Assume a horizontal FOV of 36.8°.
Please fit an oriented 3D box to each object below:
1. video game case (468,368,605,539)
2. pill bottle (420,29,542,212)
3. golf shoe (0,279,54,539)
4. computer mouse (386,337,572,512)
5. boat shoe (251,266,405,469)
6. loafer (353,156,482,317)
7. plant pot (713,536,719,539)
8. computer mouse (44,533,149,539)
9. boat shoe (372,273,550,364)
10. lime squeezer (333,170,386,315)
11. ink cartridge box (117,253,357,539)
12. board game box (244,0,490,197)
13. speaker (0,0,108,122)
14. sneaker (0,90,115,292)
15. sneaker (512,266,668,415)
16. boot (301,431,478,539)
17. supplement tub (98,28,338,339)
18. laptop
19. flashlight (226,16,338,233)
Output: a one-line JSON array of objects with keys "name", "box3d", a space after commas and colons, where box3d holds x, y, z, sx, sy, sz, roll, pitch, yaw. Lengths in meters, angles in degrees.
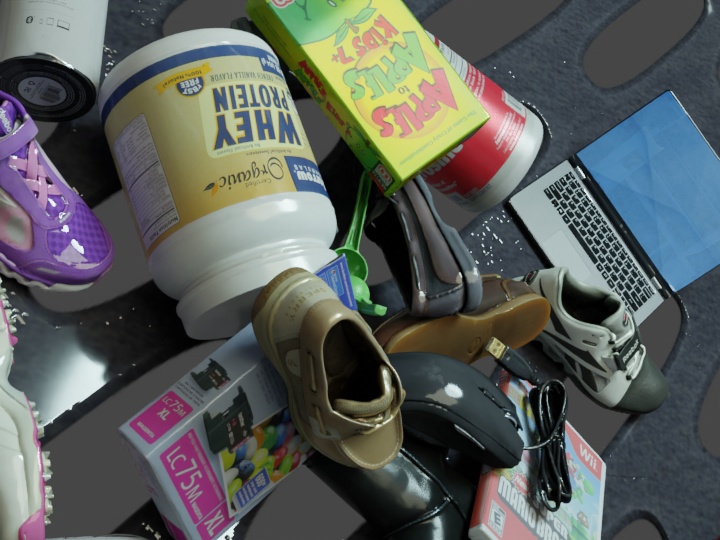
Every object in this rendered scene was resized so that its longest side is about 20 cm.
[{"name": "video game case", "box3d": [0.154, 0.190, 0.908, 0.143, 0.017, 0.200, 47, 33, -17]}, {"name": "pill bottle", "box3d": [0.062, -0.151, 1.004, 0.200, 0.112, 0.112, 34, 50, -17]}, {"name": "golf shoe", "box3d": [-0.248, 0.090, 0.668, 0.091, 0.075, 0.200, -10, 58, -27]}, {"name": "computer mouse", "box3d": [0.103, 0.094, 0.873, 0.200, 0.046, 0.141, 31, 40, -19]}, {"name": "boat shoe", "box3d": [-0.008, 0.082, 0.711, 0.071, 0.064, 0.200, -47, 140, -15]}, {"name": "loafer", "box3d": [0.032, -0.037, 0.922, 0.063, 0.072, 0.200, -16, 48, -19]}, {"name": "plant pot", "box3d": [0.405, 0.320, 0.962, 0.200, 0.201, 0.196, 2, 58, -36]}, {"name": "computer mouse", "box3d": [-0.200, 0.200, 0.662, 0.200, 0.044, 0.110, -3, 67, -38]}, {"name": "boat shoe", "box3d": [0.076, 0.048, 0.944, 0.200, 0.071, 0.070, -11, 36, -41]}, {"name": "lime squeezer", "box3d": [0.000, 0.000, 0.866, 0.038, 0.071, 0.200, 34, 26, -22]}, {"name": "ink cartridge box", "box3d": [-0.062, 0.090, 0.743, 0.042, 0.119, 0.200, 29, 58, 35]}, {"name": "board game box", "box3d": [0.005, -0.173, 0.902, 0.102, 0.048, 0.200, -36, 88, -20]}, {"name": "speaker", "box3d": [-0.236, -0.220, 0.840, 0.081, 0.081, 0.200, 16, 57, -30]}, {"name": "sneaker", "box3d": [-0.246, -0.071, 0.747, 0.200, 0.088, 0.081, 46, 46, -8]}, {"name": "sneaker", "box3d": [0.232, 0.068, 1.026, 0.200, 0.088, 0.074, 36, 56, -16]}, {"name": "boot", "box3d": [0.018, 0.184, 0.815, 0.163, 0.073, 0.198, 48, 40, -9]}, {"name": "supplement tub", "box3d": [-0.102, -0.063, 0.811, 0.144, 0.144, 0.200, -9, 72, -40]}, {"name": "laptop", "box3d": [0.289, -0.055, 1.119, 0.200, 0.116, 0.187, -33, 87, -43]}, {"name": "flashlight", "box3d": [-0.071, -0.115, 0.916, 0.068, 0.068, 0.200, -9, 71, -35]}]
